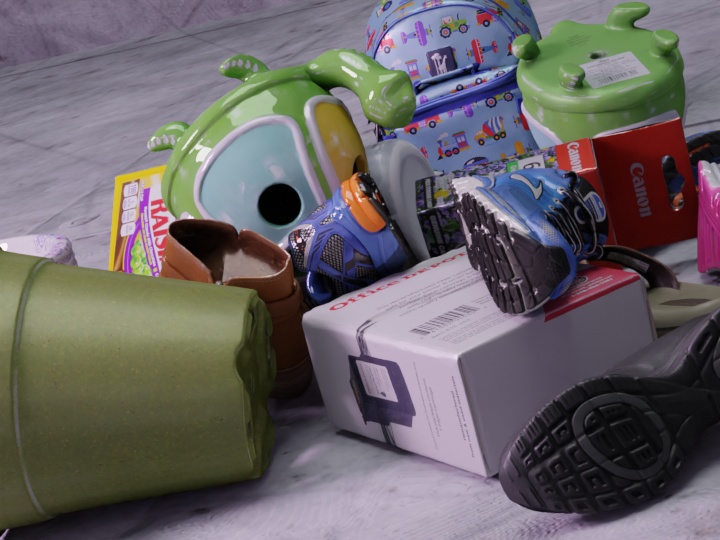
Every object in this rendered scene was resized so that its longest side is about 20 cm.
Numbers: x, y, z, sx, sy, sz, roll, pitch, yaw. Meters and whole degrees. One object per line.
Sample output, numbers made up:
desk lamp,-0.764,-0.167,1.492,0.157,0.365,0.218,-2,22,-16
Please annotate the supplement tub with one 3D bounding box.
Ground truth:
supplement tub,-0.036,-0.018,1.615,0.199,0.123,0.123,-18,13,21

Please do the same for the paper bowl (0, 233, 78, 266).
paper bowl,-0.326,0.048,1.743,0.199,0.105,0.201,-16,14,4

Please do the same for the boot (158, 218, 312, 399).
boot,-0.127,0.018,1.448,0.199,0.155,0.074,6,57,9

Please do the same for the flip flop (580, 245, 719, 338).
flip flop,0.179,0.012,1.420,0.081,0.058,0.199,-27,18,-36

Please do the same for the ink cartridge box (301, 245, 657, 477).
ink cartridge box,0.075,0.052,1.329,0.144,0.085,0.200,-22,16,-26

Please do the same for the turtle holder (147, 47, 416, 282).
turtle holder,-0.047,-0.073,1.499,0.185,0.141,0.132,-29,61,-16

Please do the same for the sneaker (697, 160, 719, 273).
sneaker,0.286,-0.032,1.446,0.088,0.082,0.200,-2,12,-2

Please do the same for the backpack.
backpack,0.090,-0.170,1.908,0.181,0.201,0.135,-12,15,12

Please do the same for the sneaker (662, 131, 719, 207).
sneaker,0.205,-0.052,1.606,0.199,0.076,0.078,-15,1,-18

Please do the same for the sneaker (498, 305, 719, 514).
sneaker,0.159,0.083,1.179,0.199,0.076,0.091,-25,-2,-22

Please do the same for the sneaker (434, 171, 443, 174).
sneaker,0.011,-0.039,1.781,0.199,0.074,0.116,-8,12,-6

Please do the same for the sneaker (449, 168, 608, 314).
sneaker,0.111,-0.031,1.280,0.089,0.079,0.200,-17,15,0

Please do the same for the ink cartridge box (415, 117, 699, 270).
ink cartridge box,0.148,-0.033,1.504,0.199,0.109,0.050,-14,31,8

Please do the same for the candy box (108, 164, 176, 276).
candy box,-0.146,0.010,1.573,0.102,0.201,0.026,-11,-28,22

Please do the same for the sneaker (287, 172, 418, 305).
sneaker,0.000,0.000,1.464,0.078,0.200,0.076,-26,57,3

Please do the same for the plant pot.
plant pot,-0.155,0.077,1.346,0.189,0.201,0.200,-1,17,8

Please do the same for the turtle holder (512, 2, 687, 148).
turtle holder,0.194,-0.143,1.755,0.141,0.132,0.185,-32,34,-32
